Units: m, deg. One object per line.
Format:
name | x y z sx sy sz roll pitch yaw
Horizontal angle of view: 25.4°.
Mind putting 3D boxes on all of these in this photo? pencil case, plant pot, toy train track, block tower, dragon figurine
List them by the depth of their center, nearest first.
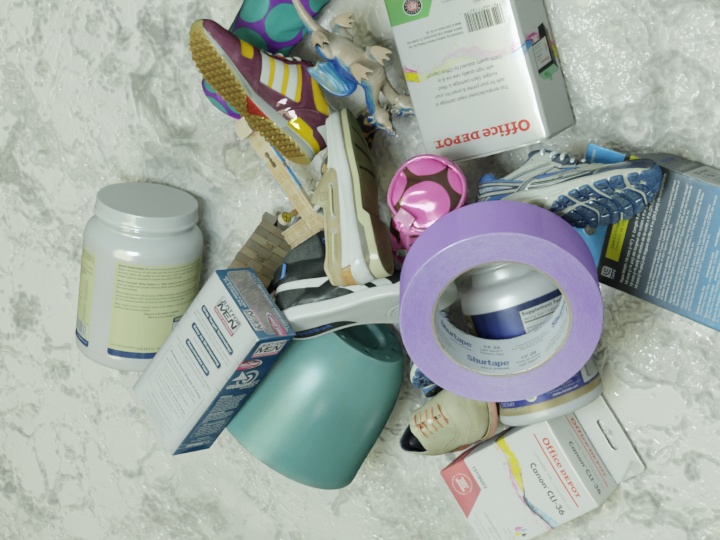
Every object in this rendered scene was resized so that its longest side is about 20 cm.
pencil case | 0.068 -0.060 1.690 0.094 0.200 0.091 -38 80 -4
dragon figurine | -0.018 -0.225 1.710 0.200 0.059 0.099 39 163 8
pencil case | -0.100 -0.266 1.791 0.092 0.085 0.200 23 122 -17
toy train track | -0.082 -0.086 1.795 0.115 0.033 0.200 -34 90 44
plant pot | -0.045 0.122 1.822 0.201 0.201 0.161 41 110 13
block tower | -0.141 0.031 1.852 0.058 0.200 0.054 30 161 5

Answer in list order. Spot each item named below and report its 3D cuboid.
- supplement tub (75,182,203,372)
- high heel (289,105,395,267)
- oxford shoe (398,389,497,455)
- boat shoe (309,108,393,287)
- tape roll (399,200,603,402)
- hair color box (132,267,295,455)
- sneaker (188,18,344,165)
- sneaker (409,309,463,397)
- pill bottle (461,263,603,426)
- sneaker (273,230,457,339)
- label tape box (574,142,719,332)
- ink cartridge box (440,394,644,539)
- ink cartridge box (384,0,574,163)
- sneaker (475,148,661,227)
supplement tub | -0.267 0.007 1.935 0.145 0.145 0.200 19 113 24
high heel | 0.017 -0.081 1.796 0.142 0.071 0.200 35 122 10
oxford shoe | 0.097 0.167 1.763 0.200 0.074 0.071 117 135 -62
boat shoe | -0.019 -0.078 1.695 0.068 0.075 0.200 -18 63 17
tape roll | 0.138 0.032 1.581 0.200 0.066 0.200 0 122 1
hair color box | -0.161 0.100 1.735 0.100 0.060 0.200 55 127 25
sneaker | -0.101 -0.212 1.743 0.200 0.090 0.075 48 159 -21
sneaker | 0.077 0.082 1.750 0.077 0.200 0.085 -21 76 -5
pill bottle | 0.175 0.054 1.711 0.120 0.120 0.200 -16 96 32
sneaker | 0.000 0.000 1.729 0.200 0.073 0.112 -10 61 4
label tape box | 0.318 -0.040 1.631 0.200 0.063 0.145 25 116 29
ink cartridge box | 0.202 0.224 1.778 0.200 0.067 0.117 -33 87 33
ink cartridge box | 0.124 -0.224 1.676 0.145 0.084 0.200 -12 98 31
sneaker | 0.202 -0.090 1.604 0.200 0.077 0.085 -14 57 21
